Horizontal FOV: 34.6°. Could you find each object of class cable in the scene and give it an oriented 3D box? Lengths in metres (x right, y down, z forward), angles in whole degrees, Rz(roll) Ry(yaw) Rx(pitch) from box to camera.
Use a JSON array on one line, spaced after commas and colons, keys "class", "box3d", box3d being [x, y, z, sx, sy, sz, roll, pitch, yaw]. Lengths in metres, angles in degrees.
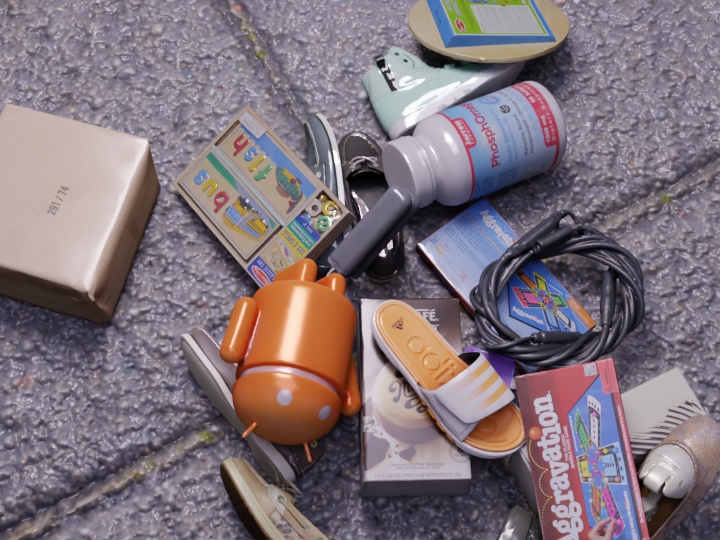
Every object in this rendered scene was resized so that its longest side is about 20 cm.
[{"class": "cable", "box3d": [0.216, 0.035, 1.277, 0.200, 0.051, 0.163, -37, 77, -18]}]

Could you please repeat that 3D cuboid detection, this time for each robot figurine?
[{"class": "robot figurine", "box3d": [-0.065, 0.091, 1.180, 0.116, 0.144, 0.201, 1, 59, 16]}]

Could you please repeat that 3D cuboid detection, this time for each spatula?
[{"class": "spatula", "box3d": [0.189, 0.126, 1.235, 0.199, 0.021, 0.057, 11, 78, 41]}]

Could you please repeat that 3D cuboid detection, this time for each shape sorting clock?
[{"class": "shape sorting clock", "box3d": [0.158, -0.305, 1.431, 0.198, 0.039, 0.201, 4, 38, -3]}]

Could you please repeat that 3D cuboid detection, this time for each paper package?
[{"class": "paper package", "box3d": [-0.346, -0.064, 1.310, 0.189, 0.104, 0.201, 15, 67, 5]}]

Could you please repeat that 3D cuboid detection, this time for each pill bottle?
[{"class": "pill bottle", "box3d": [0.131, -0.140, 1.338, 0.199, 0.109, 0.109, -22, 68, -19]}]

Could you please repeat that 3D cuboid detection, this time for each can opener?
[{"class": "can opener", "box3d": [0.000, 0.000, 1.271, 0.067, 0.053, 0.200, 46, 103, 18]}]

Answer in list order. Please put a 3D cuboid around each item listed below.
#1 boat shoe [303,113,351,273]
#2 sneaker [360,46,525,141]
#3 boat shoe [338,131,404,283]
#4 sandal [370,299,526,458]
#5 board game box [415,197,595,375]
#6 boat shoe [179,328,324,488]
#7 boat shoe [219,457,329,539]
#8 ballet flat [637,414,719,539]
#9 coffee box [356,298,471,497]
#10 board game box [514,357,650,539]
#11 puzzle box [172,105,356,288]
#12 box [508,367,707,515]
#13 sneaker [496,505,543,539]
[{"class": "boat shoe", "box3d": [-0.051, -0.091, 1.346, 0.061, 0.073, 0.201, -8, 72, -8]}, {"class": "sneaker", "box3d": [0.098, -0.247, 1.414, 0.200, 0.074, 0.119, -28, 72, -12]}, {"class": "boat shoe", "box3d": [0.015, -0.085, 1.352, 0.066, 0.057, 0.201, -10, 67, -5]}, {"class": "sandal", "box3d": [0.090, 0.106, 1.178, 0.207, 0.059, 0.079, 45, 63, 8]}, {"class": "board game box", "box3d": [0.165, 0.018, 1.322, 0.103, 0.019, 0.200, -35, 71, -14]}, {"class": "boat shoe", "box3d": [-0.119, 0.138, 1.245, 0.059, 0.072, 0.200, -35, 75, -21]}, {"class": "boat shoe", "box3d": [-0.071, 0.268, 1.192, 0.063, 0.073, 0.200, -36, 82, -21]}, {"class": "ballet flat", "box3d": [0.295, 0.232, 1.161, 0.068, 0.067, 0.201, 37, 104, 36]}, {"class": "coffee box", "box3d": [0.054, 0.136, 1.241, 0.112, 0.080, 0.201, -1, 66, -4]}, {"class": "board game box", "box3d": [0.220, 0.195, 1.146, 0.102, 0.019, 0.201, -13, 75, 14]}, {"class": "puzzle box", "box3d": [-0.114, -0.080, 1.326, 0.133, 0.025, 0.200, -46, 64, 4]}, {"class": "box", "box3d": [0.262, 0.182, 1.227, 0.199, 0.082, 0.069, -25, 70, -10]}, {"class": "sneaker", "box3d": [0.164, 0.346, 1.154, 0.114, 0.076, 0.200, 23, 62, 16]}]
